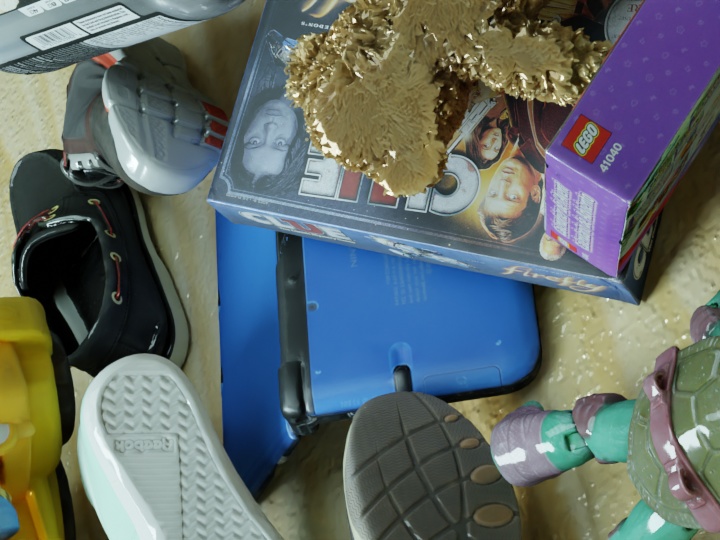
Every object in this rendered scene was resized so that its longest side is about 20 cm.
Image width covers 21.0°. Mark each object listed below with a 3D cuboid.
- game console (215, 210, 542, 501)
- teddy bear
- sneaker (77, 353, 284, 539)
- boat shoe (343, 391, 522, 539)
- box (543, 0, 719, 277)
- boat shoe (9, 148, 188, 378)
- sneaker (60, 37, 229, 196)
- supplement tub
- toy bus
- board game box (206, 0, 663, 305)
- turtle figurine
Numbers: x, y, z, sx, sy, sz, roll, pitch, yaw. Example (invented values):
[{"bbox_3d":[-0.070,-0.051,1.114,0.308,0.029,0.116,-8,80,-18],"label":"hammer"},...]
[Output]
[{"bbox_3d":[0.000,0.000,0.943,0.169,0.119,0.202,-9,60,8],"label":"game console"},{"bbox_3d":[0.049,-0.128,0.800,0.144,0.067,0.202,17,102,15],"label":"teddy bear"},{"bbox_3d":[-0.073,0.138,0.902,0.118,0.073,0.202,143,105,-75],"label":"sneaker"},{"bbox_3d":[0.030,0.142,0.789,0.074,0.074,0.201,112,151,-46],"label":"boat shoe"},{"bbox_3d":[0.138,-0.101,0.746,0.039,0.137,0.201,33,83,11],"label":"box"},{"bbox_3d":[-0.158,-0.011,1.079,0.074,0.063,0.202,-51,41,16],"label":"boat shoe"},{"bbox_3d":[-0.125,-0.071,1.059,0.082,0.077,0.200,-59,21,16],"label":"sneaker"},{"bbox_3d":[-0.123,-0.174,0.967,0.199,0.122,0.124,-11,63,44],"label":"supplement tub"},{"bbox_3d":[-0.190,0.142,0.928,0.193,0.134,0.201,-118,28,-42],"label":"toy bus"},{"bbox_3d":[0.043,-0.071,0.863,0.198,0.035,0.137,11,78,22],"label":"board game box"},{"bbox_3d":[0.140,0.062,0.715,0.199,0.100,0.151,-30,51,39],"label":"turtle figurine"}]
